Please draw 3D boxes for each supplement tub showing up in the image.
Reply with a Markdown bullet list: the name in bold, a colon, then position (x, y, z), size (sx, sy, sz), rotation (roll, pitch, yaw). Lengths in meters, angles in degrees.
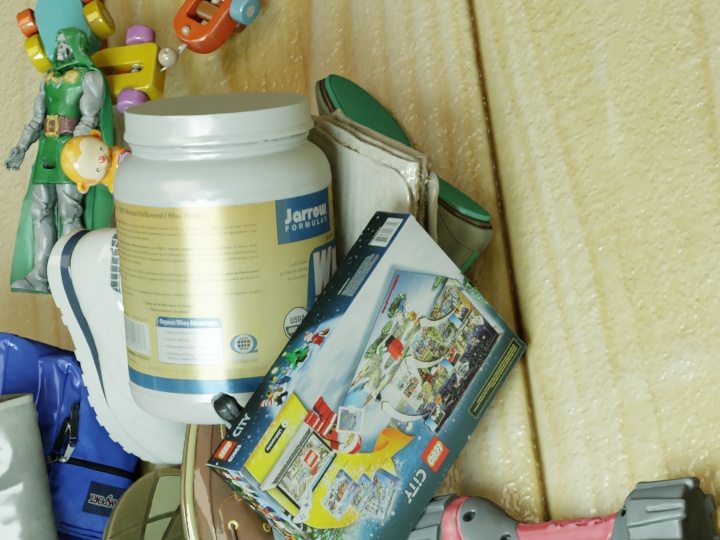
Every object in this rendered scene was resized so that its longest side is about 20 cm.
- **supplement tub**: position (-0.088, -0.011, 1.402), size (0.144, 0.144, 0.201), rotation (7, 105, 42)

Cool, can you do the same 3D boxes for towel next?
- **towel**: position (0.000, 0.000, 1.438), size (0.132, 0.034, 0.201), rotation (31, 123, 47)

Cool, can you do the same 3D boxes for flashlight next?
- **flashlight**: position (0.122, 0.162, 1.311), size (0.199, 0.068, 0.068), rotation (-14, 38, 36)

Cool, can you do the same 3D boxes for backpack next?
- **backpack**: position (-0.254, 0.153, 1.572), size (0.167, 0.162, 0.201), rotation (5, 79, 38)

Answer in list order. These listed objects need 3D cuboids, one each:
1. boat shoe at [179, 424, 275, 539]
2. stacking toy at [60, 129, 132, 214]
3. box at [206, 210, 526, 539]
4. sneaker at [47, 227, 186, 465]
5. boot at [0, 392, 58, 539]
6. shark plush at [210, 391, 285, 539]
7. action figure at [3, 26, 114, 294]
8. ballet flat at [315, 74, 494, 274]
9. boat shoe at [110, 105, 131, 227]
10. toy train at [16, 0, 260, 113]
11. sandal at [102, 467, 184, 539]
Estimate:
- **boat shoe**: position (-0.090, 0.189, 1.489), size (0.067, 0.072, 0.201), rotation (-5, 73, -1)
- **stacking toy**: position (-0.134, -0.055, 1.503), size (0.109, 0.200, 0.117), rotation (3, 75, 41)
- **box**: position (0.008, 0.083, 1.334), size (0.038, 0.137, 0.200), rotation (7, 57, 50)
- **sneaker**: position (-0.150, 0.059, 1.508), size (0.080, 0.201, 0.076), rotation (-3, 36, 32)
- **boot**: position (-0.217, 0.184, 1.463), size (0.181, 0.073, 0.201), rotation (-7, 87, 5)
- **shark plush**: position (-0.051, 0.145, 1.381), size (0.083, 0.200, 0.091), rotation (-1, 70, 24)
- **action figure**: position (-0.224, -0.084, 1.598), size (0.118, 0.055, 0.201), rotation (0, 84, 37)
- **ballet flat**: position (0.016, -0.062, 1.469), size (0.200, 0.067, 0.064), rotation (47, 115, 39)
- **boat shoe**: position (-0.206, -0.092, 1.667), size (0.073, 0.067, 0.201), rotation (-36, 56, 27)
- **toy train**: position (-0.171, -0.192, 1.657), size (0.199, 0.056, 0.151), rotation (23, 77, 31)
- **sandal**: position (-0.161, 0.241, 1.534), size (0.054, 0.080, 0.201), rotation (-2, 79, 62)
